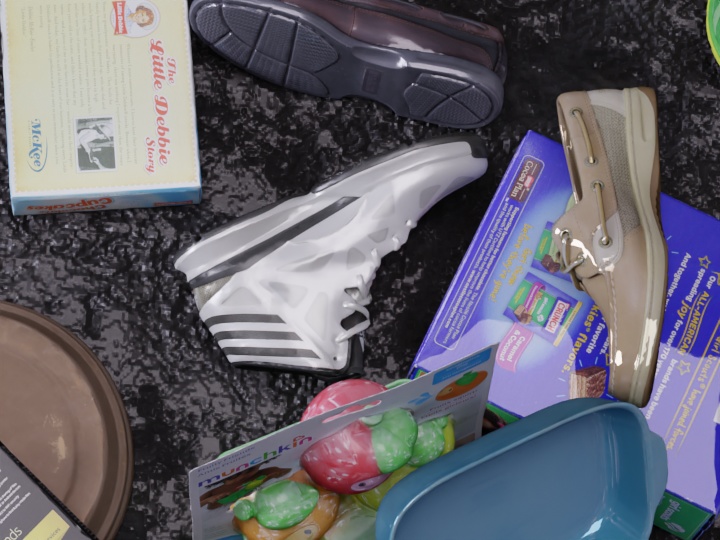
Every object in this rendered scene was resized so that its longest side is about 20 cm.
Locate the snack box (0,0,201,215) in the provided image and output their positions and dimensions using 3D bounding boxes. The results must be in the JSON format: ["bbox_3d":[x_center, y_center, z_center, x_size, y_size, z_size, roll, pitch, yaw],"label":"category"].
[{"bbox_3d":[-0.161,-0.136,1.812,0.116,0.037,0.201,-3,75,-5],"label":"snack box"}]

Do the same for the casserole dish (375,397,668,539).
[{"bbox_3d":[0.083,0.139,1.662,0.200,0.121,0.039,-23,35,-24],"label":"casserole dish"}]

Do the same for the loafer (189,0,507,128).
[{"bbox_3d":[-0.005,-0.144,1.819,0.199,0.072,0.063,18,54,-6],"label":"loafer"}]

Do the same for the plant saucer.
[{"bbox_3d":[-0.232,0.110,1.743,0.199,0.029,0.201,1,75,-4],"label":"plant saucer"}]

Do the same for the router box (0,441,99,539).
[{"bbox_3d":[-0.232,0.210,1.678,0.200,0.052,0.157,-45,90,-6],"label":"router box"}]

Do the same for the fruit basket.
[{"bbox_3d":[-0.007,0.114,1.669,0.185,0.200,0.094,-22,76,-11],"label":"fruit basket"}]

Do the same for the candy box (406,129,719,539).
[{"bbox_3d":[0.150,0.039,1.767,0.200,0.077,0.169,26,72,4],"label":"candy box"}]

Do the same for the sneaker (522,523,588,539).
[{"bbox_3d":[0.063,0.210,1.716,0.076,0.070,0.200,43,77,2],"label":"sneaker"}]

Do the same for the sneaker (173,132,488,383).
[{"bbox_3d":[0.000,0.000,1.778,0.200,0.076,0.116,-25,86,-3],"label":"sneaker"}]

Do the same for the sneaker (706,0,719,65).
[{"bbox_3d":[0.266,-0.204,1.840,0.074,0.084,0.201,16,74,0],"label":"sneaker"}]

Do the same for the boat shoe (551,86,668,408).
[{"bbox_3d":[0.141,-0.014,1.708,0.065,0.072,0.201,0,65,0],"label":"boat shoe"}]
